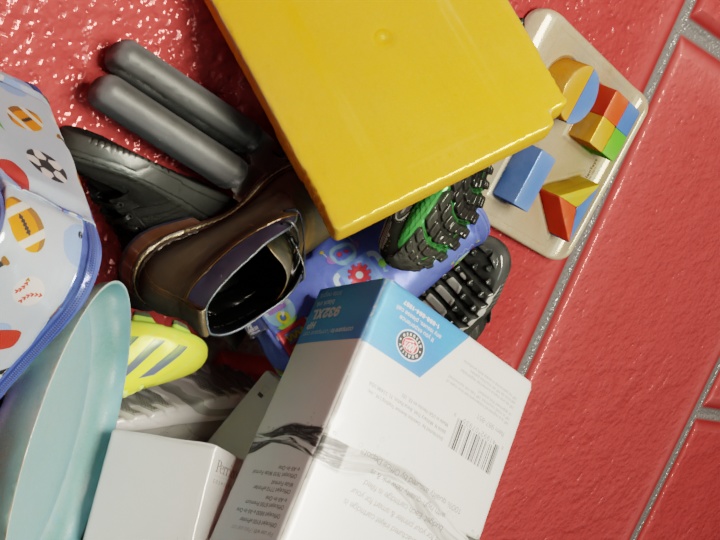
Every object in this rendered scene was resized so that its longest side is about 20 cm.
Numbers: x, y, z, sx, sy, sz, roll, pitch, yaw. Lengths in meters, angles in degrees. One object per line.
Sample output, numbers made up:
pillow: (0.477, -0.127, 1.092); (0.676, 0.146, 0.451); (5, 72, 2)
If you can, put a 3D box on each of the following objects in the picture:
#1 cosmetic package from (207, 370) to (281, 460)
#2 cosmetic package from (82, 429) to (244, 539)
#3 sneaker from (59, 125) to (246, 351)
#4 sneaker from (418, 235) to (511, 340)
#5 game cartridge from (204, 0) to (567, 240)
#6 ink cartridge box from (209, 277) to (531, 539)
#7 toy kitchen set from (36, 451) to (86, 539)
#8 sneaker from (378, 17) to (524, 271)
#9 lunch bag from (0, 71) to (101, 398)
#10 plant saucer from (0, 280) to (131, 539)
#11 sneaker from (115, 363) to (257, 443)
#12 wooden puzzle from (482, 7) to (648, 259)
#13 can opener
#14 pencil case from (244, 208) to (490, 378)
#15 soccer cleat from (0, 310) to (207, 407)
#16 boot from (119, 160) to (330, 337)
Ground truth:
cosmetic package: (-0.062, 0.216, 0.821); (0.200, 0.123, 0.200); (-51, 155, -7)
cosmetic package: (-0.129, 0.214, 0.669); (0.113, 0.081, 0.201); (50, 50, -66)
sneaker: (-0.139, -0.017, 0.707); (0.199, 0.060, 0.105); (24, 93, -50)
sneaker: (0.081, 0.027, 0.886); (0.090, 0.067, 0.200); (-30, 161, -40)
game cartridge: (0.014, -0.143, 0.666); (0.176, 0.201, 0.032); (-26, 170, -11)
ink cartridge box: (0.009, 0.129, 0.667); (0.145, 0.084, 0.201); (36, 64, -29)
toy kitchen set: (-0.276, 0.197, 0.673); (0.200, 0.180, 0.164); (46, 46, -60)
sneaker: (0.052, -0.091, 0.725); (0.078, 0.085, 0.201); (61, 46, -62)
lunch bag: (-0.221, -0.016, 0.542); (0.160, 0.200, 0.075); (-48, 135, 15)
plant saucer: (-0.172, 0.101, 0.578); (0.027, 0.200, 0.201); (13, 109, -1)
sneaker: (-0.159, 0.122, 0.756); (0.199, 0.075, 0.082); (1, 111, -41)
wooden puzzle: (0.181, -0.112, 0.941); (0.200, 0.046, 0.186); (24, 97, -45)
can opener: (-0.101, -0.083, 0.713); (0.200, 0.067, 0.054); (32, 71, -33)
pencil case: (0.000, 0.000, 0.761); (0.200, 0.087, 0.078); (-38, 176, -15)
soccer cleat: (-0.194, 0.072, 0.686); (0.199, 0.084, 0.065); (3, 155, -36)
boot: (-0.047, -0.015, 0.671); (0.199, 0.097, 0.075); (-28, 125, -23)
